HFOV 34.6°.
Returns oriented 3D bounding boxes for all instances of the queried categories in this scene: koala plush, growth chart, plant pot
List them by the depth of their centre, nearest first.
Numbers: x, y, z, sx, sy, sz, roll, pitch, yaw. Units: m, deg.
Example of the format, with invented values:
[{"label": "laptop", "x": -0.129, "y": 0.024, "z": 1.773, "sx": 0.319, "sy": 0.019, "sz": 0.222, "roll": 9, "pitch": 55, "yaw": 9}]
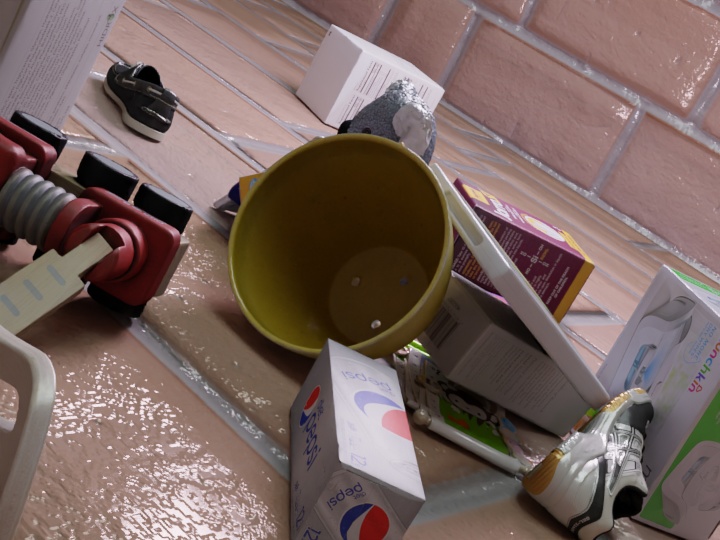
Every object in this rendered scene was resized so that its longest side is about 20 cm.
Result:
[{"label": "plant pot", "x": 0.000, "y": 0.000, "z": 1.034, "sx": 0.200, "sy": 0.200, "sz": 0.142, "roll": 37, "pitch": -6, "yaw": 28}, {"label": "growth chart", "x": 0.089, "y": 0.122, "z": 1.082, "sx": 0.144, "sy": 0.018, "sz": 0.200, "roll": 25, "pitch": 16, "yaw": -19}, {"label": "koala plush", "x": 0.031, "y": -0.120, "z": 1.359, "sx": 0.182, "sy": 0.202, "sz": 0.178, "roll": 17, "pitch": 16, "yaw": -8}]

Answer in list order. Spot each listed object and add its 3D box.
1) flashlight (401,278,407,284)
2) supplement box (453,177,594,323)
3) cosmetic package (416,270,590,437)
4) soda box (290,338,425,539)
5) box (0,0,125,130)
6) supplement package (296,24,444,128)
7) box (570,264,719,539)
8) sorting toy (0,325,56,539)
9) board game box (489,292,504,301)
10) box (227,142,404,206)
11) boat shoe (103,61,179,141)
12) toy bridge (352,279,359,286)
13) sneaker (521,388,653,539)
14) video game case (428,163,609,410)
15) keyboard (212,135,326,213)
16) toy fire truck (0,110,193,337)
[{"label": "flashlight", "x": -0.015, "y": -0.033, "z": 1.189, "sx": 0.199, "sy": 0.068, "sz": 0.068, "roll": 15, "pitch": 11, "yaw": -40}, {"label": "supplement box", "x": 0.206, "y": -0.029, "z": 1.619, "sx": 0.199, "sy": 0.104, "sz": 0.131, "roll": 24, "pitch": 17, "yaw": -17}, {"label": "cosmetic package", "x": 0.142, "y": 0.082, "z": 1.136, "sx": 0.199, "sy": 0.074, "sz": 0.102, "roll": 27, "pitch": 18, "yaw": -41}, {"label": "soda box", "x": -0.007, "y": 0.123, "z": 0.802, "sx": 0.063, "sy": 0.069, "sz": 0.200, "roll": 26, "pitch": 15, "yaw": -12}, {"label": "box", "x": -0.356, "y": -0.223, "z": 1.027, "sx": 0.198, "sy": 0.201, "sz": 0.171, "roll": 32, "pitch": 13, "yaw": 8}, {"label": "supplement package", "x": 0.017, "y": -0.335, "z": 2.170, "sx": 0.199, "sy": 0.151, "sz": 0.152, "roll": 19, "pitch": 19, "yaw": -35}, {"label": "box", "x": 0.315, "y": 0.128, "z": 1.126, "sx": 0.096, "sy": 0.201, "sz": 0.177, "roll": 23, "pitch": 17, "yaw": -19}, {"label": "sorting toy", "x": -0.174, "y": 0.082, "z": 0.407, "sx": 0.200, "sy": 0.181, "sz": 0.106, "roll": 38, "pitch": 18, "yaw": 29}, {"label": "board game box", "x": 0.156, "y": 0.056, "z": 1.402, "sx": 0.199, "sy": 0.032, "sz": 0.120, "roll": 19, "pitch": 14, "yaw": -35}, {"label": "box", "x": -0.035, "y": -0.076, "z": 1.208, "sx": 0.119, "sy": 0.198, "sz": 0.042, "roll": 44, "pitch": 36, "yaw": -68}, {"label": "boat shoe", "x": -0.272, "y": -0.228, "z": 1.456, "sx": 0.071, "sy": 0.068, "sz": 0.200, "roll": 18, "pitch": 17, "yaw": -31}, {"label": "toy bridge", "x": -0.027, "y": 0.007, "z": 1.219, "sx": 0.067, "sy": 0.027, "sz": 0.200, "roll": 32, "pitch": 15, "yaw": 19}, {"label": "sneaker", "x": 0.218, "y": 0.174, "z": 1.019, "sx": 0.088, "sy": 0.076, "sz": 0.199, "roll": 48, "pitch": 40, "yaw": 12}, {"label": "video game case", "x": 0.139, "y": 0.014, "z": 1.049, "sx": 0.200, "sy": 0.023, "sz": 0.182, "roll": 47, "pitch": 9, "yaw": -37}, {"label": "keyboard", "x": -0.081, "y": -0.095, "z": 1.216, "sx": 0.056, "sy": 0.199, "sz": 0.011, "roll": 8, "pitch": 68, "yaw": -38}, {"label": "toy fire truck", "x": -0.232, "y": -0.025, "z": 0.812, "sx": 0.175, "sy": 0.129, "sz": 0.200, "roll": 30, "pitch": 5, "yaw": 3}]
